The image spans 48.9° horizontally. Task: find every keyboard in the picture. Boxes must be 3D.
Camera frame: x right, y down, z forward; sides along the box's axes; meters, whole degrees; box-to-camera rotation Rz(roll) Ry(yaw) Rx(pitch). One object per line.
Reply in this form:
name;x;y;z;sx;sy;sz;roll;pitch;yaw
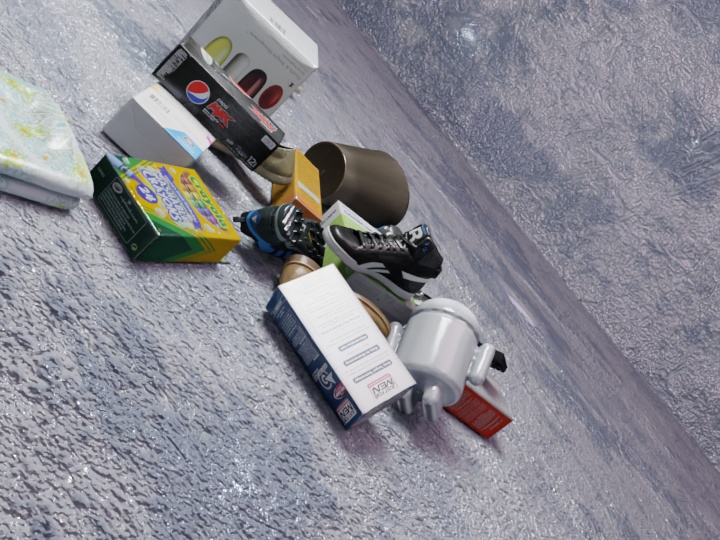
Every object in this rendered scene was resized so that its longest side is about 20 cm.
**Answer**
keyboard;0.156;0.114;1.348;0.200;0.021;0.127;23;-21;28

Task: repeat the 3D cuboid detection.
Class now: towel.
towel;-0.386;-0.156;0.831;0.200;0.048;0.171;19;34;-54

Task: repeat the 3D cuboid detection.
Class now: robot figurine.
robot figurine;0.113;0.124;1.193;0.113;0.169;0.200;82;27;-53

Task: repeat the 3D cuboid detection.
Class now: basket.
basket;-0.018;-0.178;1.553;0.200;0.136;0.181;11;47;-55

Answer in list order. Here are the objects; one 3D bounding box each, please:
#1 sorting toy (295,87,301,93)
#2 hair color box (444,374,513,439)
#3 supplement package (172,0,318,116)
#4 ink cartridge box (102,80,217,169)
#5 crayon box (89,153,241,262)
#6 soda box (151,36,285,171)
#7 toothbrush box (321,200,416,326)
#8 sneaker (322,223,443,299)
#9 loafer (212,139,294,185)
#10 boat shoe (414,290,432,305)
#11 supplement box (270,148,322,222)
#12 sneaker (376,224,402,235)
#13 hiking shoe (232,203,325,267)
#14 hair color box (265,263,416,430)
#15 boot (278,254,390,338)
sorting toy;-0.234;-0.505;1.860;0.185;0.036;0.200;31;21;-41
hair color box;0.164;0.191;1.342;0.200;0.061;0.102;39;20;-27
supplement package;-0.210;-0.370;1.393;0.191;0.200;0.147;39;21;-23
ink cartridge box;-0.273;-0.206;1.139;0.115;0.068;0.200;46;19;-14
crayon box;-0.234;-0.073;0.996;0.126;0.052;0.200;54;19;15
soda box;-0.204;-0.244;1.163;0.200;0.063;0.071;45;19;-17
toothbrush box;0.000;0.000;1.311;0.146;0.086;0.200;35;24;-32
sneaker;0.045;-0.042;1.192;0.200;0.112;0.073;31;26;-38
loafer;-0.186;-0.215;1.301;0.200;0.068;0.076;33;17;5
boat shoe;0.158;0.104;1.477;0.199;0.075;0.066;33;35;-16
supplement box;-0.110;-0.131;1.355;0.069;0.067;0.200;39;22;-26
sneaker;0.094;-0.029;1.625;0.200;0.073;0.082;14;55;-50
hiking shoe;-0.111;-0.050;1.182;0.200;0.087;0.075;54;42;-63
hair color box;-0.028;0.098;1.043;0.100;0.061;0.200;-23;70;-37
boot;-0.040;0.063;1.159;0.200;0.074;0.076;35;41;-23
